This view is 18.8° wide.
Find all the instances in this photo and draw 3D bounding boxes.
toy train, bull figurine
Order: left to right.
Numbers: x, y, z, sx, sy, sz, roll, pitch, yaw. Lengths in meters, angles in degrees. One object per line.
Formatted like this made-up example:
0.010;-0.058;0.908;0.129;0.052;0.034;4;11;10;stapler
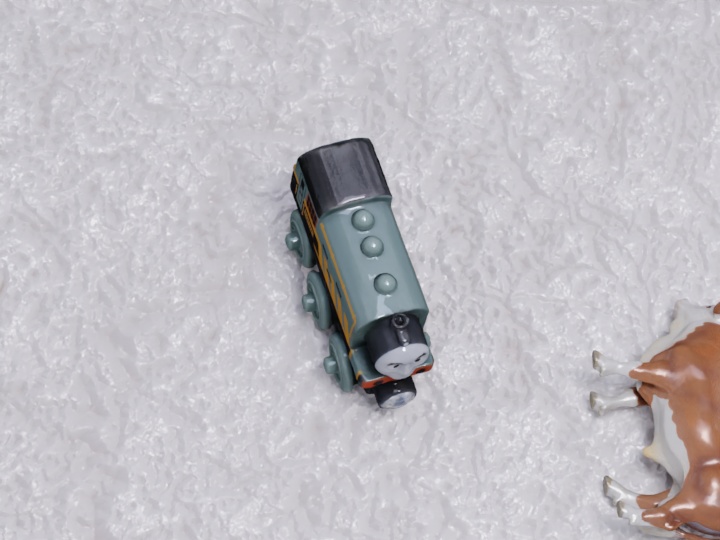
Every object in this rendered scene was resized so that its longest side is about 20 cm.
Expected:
0.000;0.000;1.602;0.085;0.114;0.201;-13;67;-12;toy train
0.235;0.108;1.608;0.120;0.065;0.202;-5;63;-5;bull figurine
